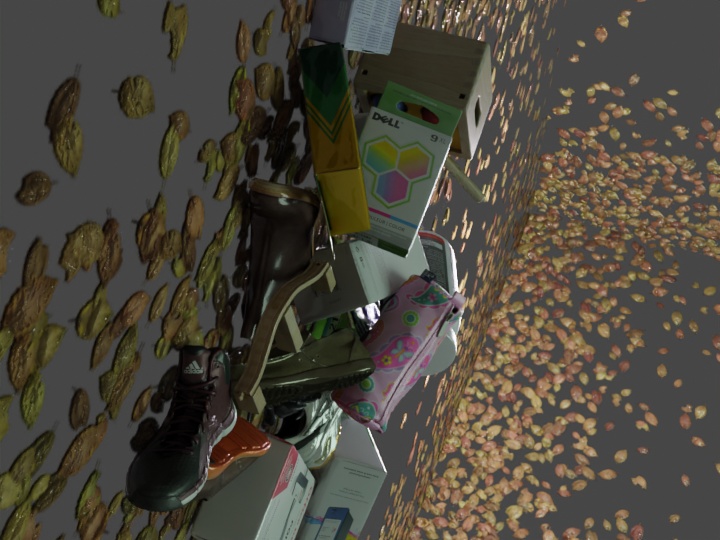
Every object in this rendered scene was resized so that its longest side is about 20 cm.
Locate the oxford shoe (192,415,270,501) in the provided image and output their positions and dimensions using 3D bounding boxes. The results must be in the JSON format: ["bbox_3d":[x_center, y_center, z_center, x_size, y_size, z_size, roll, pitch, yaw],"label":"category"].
[{"bbox_3d":[-0.163,0.209,1.118,0.073,0.071,0.200,-56,164,11],"label":"oxford shoe"}]

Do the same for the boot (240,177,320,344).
[{"bbox_3d":[-0.095,-0.004,1.094,0.200,0.072,0.167,50,56,-78],"label":"boot"}]

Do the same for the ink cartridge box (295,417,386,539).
[{"bbox_3d":[-0.050,0.328,1.452,0.201,0.087,0.145,-66,-162,13],"label":"ink cartridge box"}]

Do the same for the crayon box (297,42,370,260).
[{"bbox_3d":[-0.026,-0.128,1.091,0.127,0.051,0.201,79,2,-62],"label":"crayon box"}]

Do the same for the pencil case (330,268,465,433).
[{"bbox_3d":[0.048,0.100,1.245,0.200,0.087,0.087,-54,163,-8],"label":"pencil case"}]

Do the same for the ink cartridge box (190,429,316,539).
[{"bbox_3d":[-0.130,0.299,1.278,0.200,0.084,0.146,79,30,-66],"label":"ink cartridge box"}]

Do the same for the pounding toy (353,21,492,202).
[{"bbox_3d":[0.098,-0.215,1.377,0.200,0.183,0.143,65,43,-70],"label":"pounding toy"}]

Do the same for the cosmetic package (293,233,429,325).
[{"bbox_3d":[0.000,0.000,1.300,0.200,0.107,0.085,-18,90,-61],"label":"cosmetic package"}]

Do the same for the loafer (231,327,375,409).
[{"bbox_3d":[-0.081,0.110,1.156,0.076,0.199,0.068,-50,-128,51],"label":"loafer"}]

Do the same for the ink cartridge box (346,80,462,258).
[{"bbox_3d":[0.044,-0.127,1.195,0.059,0.103,0.201,96,16,-81],"label":"ink cartridge box"}]

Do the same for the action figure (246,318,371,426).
[{"bbox_3d":[-0.075,0.127,1.275,0.199,0.102,0.119,-15,140,-39],"label":"action figure"}]

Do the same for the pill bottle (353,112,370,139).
[{"bbox_3d":[0.024,-0.122,1.334,0.200,0.115,0.116,50,58,-73],"label":"pill bottle"}]

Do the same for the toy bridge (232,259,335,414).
[{"bbox_3d":[-0.083,0.060,1.074,0.067,0.027,0.200,77,33,-44],"label":"toy bridge"}]

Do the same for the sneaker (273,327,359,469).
[{"bbox_3d":[-0.058,0.163,1.359,0.088,0.075,0.201,30,67,-33],"label":"sneaker"}]

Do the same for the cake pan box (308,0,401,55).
[{"bbox_3d":[0.008,-0.347,1.161,0.200,0.052,0.185,-32,134,-70],"label":"cake pan box"}]

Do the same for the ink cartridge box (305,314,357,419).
[{"bbox_3d":[-0.033,0.129,1.476,0.200,0.075,0.148,67,41,-70],"label":"ink cartridge box"}]

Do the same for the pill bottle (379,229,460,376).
[{"bbox_3d":[0.083,0.045,1.437,0.200,0.115,0.116,-89,-178,-48],"label":"pill bottle"}]

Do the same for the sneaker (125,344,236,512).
[{"bbox_3d":[-0.174,0.136,0.975,0.200,0.075,0.116,-68,164,-66],"label":"sneaker"}]

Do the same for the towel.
[{"bbox_3d":[0.009,0.023,1.467,0.200,0.023,0.144,13,58,-69],"label":"towel"}]
